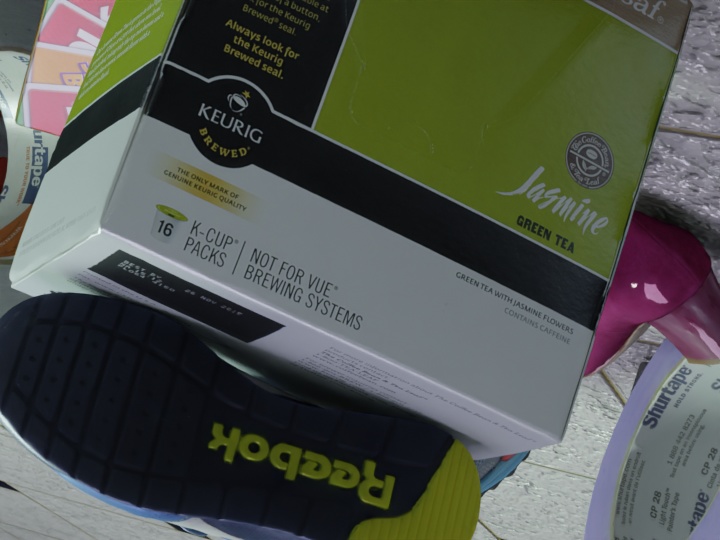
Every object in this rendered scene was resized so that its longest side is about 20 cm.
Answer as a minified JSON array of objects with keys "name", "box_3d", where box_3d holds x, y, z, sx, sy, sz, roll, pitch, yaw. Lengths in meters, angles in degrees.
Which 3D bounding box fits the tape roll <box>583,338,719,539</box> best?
[{"name":"tape roll","box_3d":[0.203,0.113,1.160,0.085,0.201,0.200,23,164,-13]}]

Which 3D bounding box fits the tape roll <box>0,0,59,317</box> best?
[{"name":"tape roll","box_3d":[-0.193,-0.057,1.072,0.066,0.201,0.200,4,158,43]}]

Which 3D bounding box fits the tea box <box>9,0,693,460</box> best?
[{"name":"tea box","box_3d":[-0.003,-0.052,0.868,0.199,0.197,0.134,26,162,-18]}]

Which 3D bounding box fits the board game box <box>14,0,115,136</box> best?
[{"name":"board game box","box_3d":[-0.052,-0.084,1.006,0.199,0.030,0.096,14,125,-11]}]

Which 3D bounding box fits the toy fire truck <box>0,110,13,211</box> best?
[{"name":"toy fire truck","box_3d":[-0.231,0.016,1.212,0.112,0.201,0.168,15,162,19]}]

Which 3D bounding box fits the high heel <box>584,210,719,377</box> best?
[{"name":"high heel","box_3d":[0.128,0.005,1.185,0.096,0.067,0.200,49,155,-17]}]

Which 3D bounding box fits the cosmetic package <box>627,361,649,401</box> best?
[{"name":"cosmetic package","box_3d":[0.255,0.141,1.364,0.200,0.107,0.090,25,164,-25]}]

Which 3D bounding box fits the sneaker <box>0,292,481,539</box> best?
[{"name":"sneaker","box_3d":[-0.056,0.072,0.848,0.199,0.074,0.082,24,165,-10]}]

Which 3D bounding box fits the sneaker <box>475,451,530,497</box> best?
[{"name":"sneaker","box_3d":[0.051,0.010,1.006,0.079,0.201,0.096,12,161,34]}]
